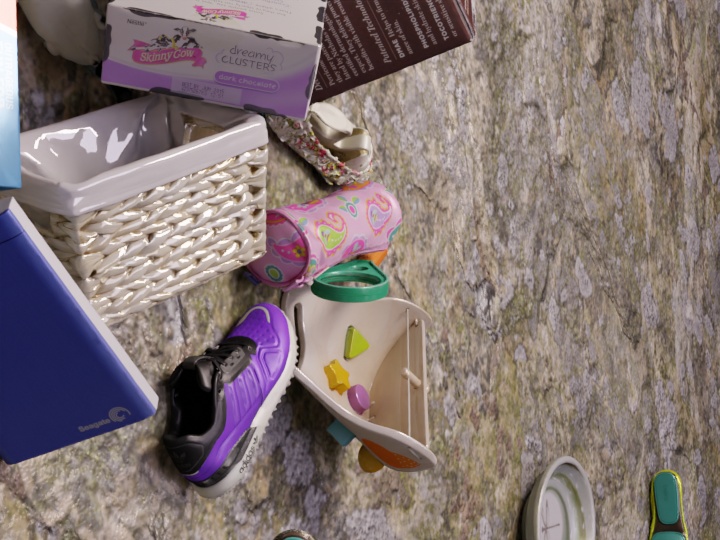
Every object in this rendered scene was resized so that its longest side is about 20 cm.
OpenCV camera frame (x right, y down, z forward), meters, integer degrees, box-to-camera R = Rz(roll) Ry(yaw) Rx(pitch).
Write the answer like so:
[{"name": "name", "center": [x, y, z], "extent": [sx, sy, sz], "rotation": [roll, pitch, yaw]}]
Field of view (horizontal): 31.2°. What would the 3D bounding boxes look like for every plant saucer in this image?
[{"name": "plant saucer", "center": [0.268, 0.358, 1.791], "extent": [0.200, 0.050, 0.201], "rotation": [9, 79, -57]}]

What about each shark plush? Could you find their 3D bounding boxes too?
[{"name": "shark plush", "center": [-0.231, -0.222, 1.060], "extent": [0.200, 0.091, 0.083], "rotation": [47, 18, -39]}]

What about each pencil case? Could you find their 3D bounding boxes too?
[{"name": "pencil case", "center": [-0.037, -0.037, 1.319], "extent": [0.200, 0.087, 0.088], "rotation": [-26, 108, -57]}]

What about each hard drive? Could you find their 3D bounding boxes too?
[{"name": "hard drive", "center": [-0.253, 0.050, 0.928], "extent": [0.025, 0.132, 0.200], "rotation": [-90, 157, -53]}]

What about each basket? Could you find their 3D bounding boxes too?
[{"name": "basket", "center": [-0.182, -0.051, 1.011], "extent": [0.200, 0.135, 0.124], "rotation": [-25, 123, -41]}]

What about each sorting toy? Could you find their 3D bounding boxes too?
[{"name": "sorting toy", "center": [-0.015, 0.100, 1.336], "extent": [0.180, 0.107, 0.200], "rotation": [39, 34, -31]}]

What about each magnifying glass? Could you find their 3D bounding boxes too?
[{"name": "magnifying glass", "center": [0.000, 0.000, 1.372], "extent": [0.200, 0.079, 0.022], "rotation": [-48, 142, -74]}]

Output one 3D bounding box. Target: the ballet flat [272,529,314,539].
[{"name": "ballet flat", "center": [-0.056, 0.338, 1.279], "extent": [0.075, 0.068, 0.200], "rotation": [-58, 143, -74]}]

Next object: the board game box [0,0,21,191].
[{"name": "board game box", "center": [-0.299, -0.117, 0.809], "extent": [0.040, 0.200, 0.153], "rotation": [2, 85, -57]}]

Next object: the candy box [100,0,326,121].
[{"name": "candy box", "center": [-0.114, -0.214, 1.076], "extent": [0.200, 0.167, 0.072], "rotation": [-86, -171, -56]}]

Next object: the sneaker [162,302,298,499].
[{"name": "sneaker", "center": [-0.124, 0.099, 1.182], "extent": [0.100, 0.069, 0.200], "rotation": [50, 46, -39]}]

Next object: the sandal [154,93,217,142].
[{"name": "sandal", "center": [-0.175, -0.089, 1.148], "extent": [0.080, 0.054, 0.200], "rotation": [6, 95, -52]}]

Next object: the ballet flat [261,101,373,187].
[{"name": "ballet flat", "center": [-0.028, -0.139, 1.369], "extent": [0.200, 0.064, 0.076], "rotation": [28, 61, -54]}]

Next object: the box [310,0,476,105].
[{"name": "box", "center": [-0.010, -0.288, 1.243], "extent": [0.164, 0.200, 0.166], "rotation": [59, 20, -31]}]

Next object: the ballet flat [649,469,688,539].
[{"name": "ballet flat", "center": [0.521, 0.438, 2.176], "extent": [0.067, 0.067, 0.200], "rotation": [40, 52, -65]}]
